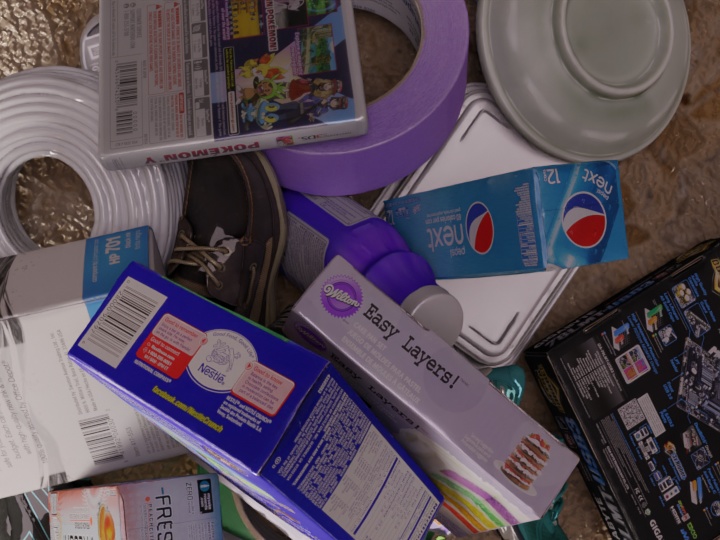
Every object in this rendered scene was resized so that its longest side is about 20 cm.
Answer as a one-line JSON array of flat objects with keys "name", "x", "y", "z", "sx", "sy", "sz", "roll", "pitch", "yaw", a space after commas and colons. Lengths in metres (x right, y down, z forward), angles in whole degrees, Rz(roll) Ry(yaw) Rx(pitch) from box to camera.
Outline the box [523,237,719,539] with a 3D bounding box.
[{"name": "box", "x": 0.256, "y": 0.105, "z": 0.844, "sx": 0.197, "sy": 0.050, "sz": 0.201, "roll": -29, "pitch": 95, "yaw": -18}]

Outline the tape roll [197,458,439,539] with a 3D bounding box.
[{"name": "tape roll", "x": -0.028, "y": 0.154, "z": 0.842, "sx": 0.198, "sy": 0.048, "sz": 0.203, "roll": 0, "pitch": 91, "yaw": -5}]

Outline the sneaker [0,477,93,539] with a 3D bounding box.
[{"name": "sneaker", "x": -0.237, "y": 0.202, "z": 0.813, "sx": 0.078, "sy": 0.075, "sz": 0.202, "roll": -15, "pitch": 92, "yaw": -6}]

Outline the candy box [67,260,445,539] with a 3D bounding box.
[{"name": "candy box", "x": -0.057, "y": 0.099, "z": 0.658, "sx": 0.168, "sy": 0.200, "sz": 0.077, "roll": 24, "pitch": 70, "yaw": 35}]

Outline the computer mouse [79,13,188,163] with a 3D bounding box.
[{"name": "computer mouse", "x": -0.158, "y": -0.105, "z": 0.832, "sx": 0.108, "sy": 0.044, "sz": 0.202, "roll": -16, "pitch": 98, "yaw": 0}]

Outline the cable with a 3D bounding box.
[{"name": "cable", "x": -0.226, "y": -0.049, "z": 0.787, "sx": 0.198, "sy": 0.069, "sz": 0.202, "roll": 24, "pitch": 102, "yaw": 3}]

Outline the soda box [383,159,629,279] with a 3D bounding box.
[{"name": "soda box", "x": 0.091, "y": -0.029, "z": 0.726, "sx": 0.067, "sy": 0.200, "sz": 0.065, "roll": -8, "pitch": 92, "yaw": -26}]

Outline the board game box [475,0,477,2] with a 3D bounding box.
[{"name": "board game box", "x": 0.065, "y": -0.330, "z": 0.848, "sx": 0.199, "sy": 0.037, "sz": 0.152, "roll": 34, "pitch": 88, "yaw": -5}]

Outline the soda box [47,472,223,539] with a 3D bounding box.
[{"name": "soda box", "x": -0.156, "y": 0.174, "z": 0.717, "sx": 0.068, "sy": 0.200, "sz": 0.064, "roll": -2, "pitch": 80, "yaw": -28}]

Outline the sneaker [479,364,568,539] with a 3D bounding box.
[{"name": "sneaker", "x": 0.130, "y": 0.163, "z": 0.821, "sx": 0.079, "sy": 0.078, "sz": 0.201, "roll": -25, "pitch": 109, "yaw": 7}]

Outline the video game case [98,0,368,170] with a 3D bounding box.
[{"name": "video game case", "x": -0.094, "y": -0.170, "z": 0.750, "sx": 0.180, "sy": 0.023, "sz": 0.202, "roll": -8, "pitch": 63, "yaw": 2}]

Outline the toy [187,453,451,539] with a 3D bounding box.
[{"name": "toy", "x": -0.019, "y": 0.156, "z": 0.795, "sx": 0.199, "sy": 0.047, "sz": 0.115, "roll": 39, "pitch": 86, "yaw": -5}]

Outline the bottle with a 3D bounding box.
[{"name": "bottle", "x": 0.000, "y": 0.000, "z": 0.765, "sx": 0.065, "sy": 0.200, "sz": 0.084, "roll": -22, "pitch": 121, "yaw": -22}]

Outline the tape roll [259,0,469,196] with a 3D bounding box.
[{"name": "tape roll", "x": -0.019, "y": -0.159, "z": 0.791, "sx": 0.197, "sy": 0.066, "sz": 0.202, "roll": -2, "pitch": 67, "yaw": 4}]

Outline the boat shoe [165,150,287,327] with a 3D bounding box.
[{"name": "boat shoe", "x": -0.099, "y": -0.005, "z": 0.774, "sx": 0.074, "sy": 0.073, "sz": 0.202, "roll": 15, "pitch": 126, "yaw": 24}]

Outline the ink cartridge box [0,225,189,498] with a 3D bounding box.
[{"name": "ink cartridge box", "x": -0.221, "y": 0.069, "z": 0.728, "sx": 0.198, "sy": 0.086, "sz": 0.148, "roll": -12, "pitch": 125, "yaw": -4}]

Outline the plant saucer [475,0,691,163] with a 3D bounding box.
[{"name": "plant saucer", "x": 0.186, "y": -0.185, "z": 0.826, "sx": 0.198, "sy": 0.050, "sz": 0.203, "roll": 1, "pitch": 88, "yaw": -21}]

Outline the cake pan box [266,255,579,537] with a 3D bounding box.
[{"name": "cake pan box", "x": 0.026, "y": 0.089, "z": 0.697, "sx": 0.200, "sy": 0.184, "sz": 0.052, "roll": 40, "pitch": 68, "yaw": 2}]

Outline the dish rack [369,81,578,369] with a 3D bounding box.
[{"name": "dish rack", "x": 0.100, "y": -0.034, "z": 0.852, "sx": 0.171, "sy": 0.044, "sz": 0.201, "roll": 35, "pitch": 87, "yaw": -3}]

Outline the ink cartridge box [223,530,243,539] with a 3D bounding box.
[{"name": "ink cartridge box", "x": -0.109, "y": 0.322, "z": 0.765, "sx": 0.144, "sy": 0.147, "sz": 0.201, "roll": 26, "pitch": 106, "yaw": -4}]
